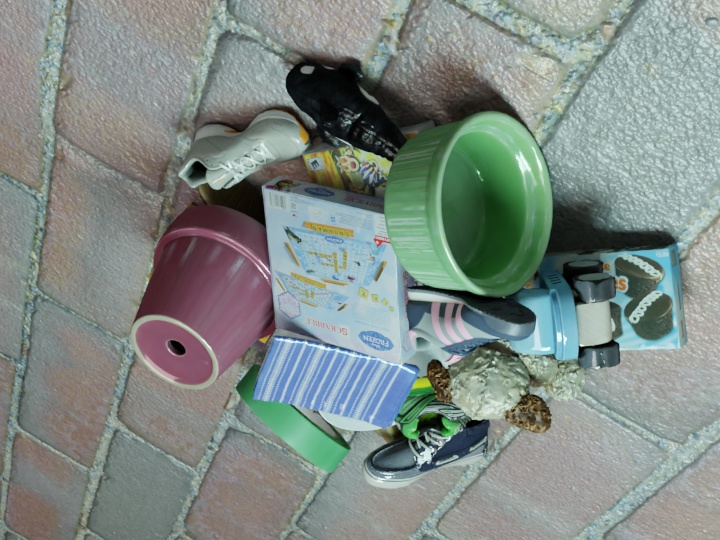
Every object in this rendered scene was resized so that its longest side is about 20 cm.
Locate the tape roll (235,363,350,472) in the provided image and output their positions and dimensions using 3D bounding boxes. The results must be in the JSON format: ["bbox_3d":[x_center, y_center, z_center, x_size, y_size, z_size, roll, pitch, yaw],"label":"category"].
[{"bbox_3d":[-0.103,0.227,1.944,0.200,0.048,0.200,41,180,0],"label":"tape roll"}]

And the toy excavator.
[{"bbox_3d":[0.184,0.047,1.449,0.197,0.195,0.102,-5,102,0],"label":"toy excavator"}]

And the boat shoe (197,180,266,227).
[{"bbox_3d":[-0.154,-0.055,1.722,0.199,0.073,0.072,40,143,-23],"label":"boat shoe"}]

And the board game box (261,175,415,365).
[{"bbox_3d":[-0.026,-0.002,1.556,0.198,0.041,0.202,15,122,32],"label":"board game box"}]

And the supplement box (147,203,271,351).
[{"bbox_3d":[-0.193,0.012,1.811,0.199,0.086,0.111,32,144,-3],"label":"supplement box"}]

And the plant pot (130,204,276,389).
[{"bbox_3d":[-0.204,0.047,1.649,0.197,0.180,0.202,16,136,15],"label":"plant pot"}]

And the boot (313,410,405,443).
[{"bbox_3d":[-0.005,0.206,1.920,0.154,0.073,0.201,-5,133,41],"label":"boot"}]

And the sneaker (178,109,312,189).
[{"bbox_3d":[-0.148,-0.140,1.594,0.198,0.093,0.076,-7,131,40],"label":"sneaker"}]

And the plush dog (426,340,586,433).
[{"bbox_3d":[0.179,0.116,1.595,0.198,0.173,0.162,17,142,19],"label":"plush dog"}]

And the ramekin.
[{"bbox_3d":[0.117,-0.072,1.404,0.097,0.201,0.201,0,135,46],"label":"ramekin"}]

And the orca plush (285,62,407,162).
[{"bbox_3d":[-0.022,-0.164,1.450,0.201,0.071,0.105,51,130,6],"label":"orca plush"}]

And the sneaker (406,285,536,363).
[{"bbox_3d":[0.123,0.068,1.406,0.199,0.069,0.083,15,105,57],"label":"sneaker"}]

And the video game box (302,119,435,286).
[{"bbox_3d":[0.037,-0.067,1.531,0.180,0.047,0.202,-8,108,37],"label":"video game box"}]

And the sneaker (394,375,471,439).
[{"bbox_3d":[0.139,0.189,1.736,0.197,0.086,0.079,-12,141,-8],"label":"sneaker"}]

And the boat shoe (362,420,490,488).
[{"bbox_3d":[0.097,0.248,1.832,0.093,0.197,0.075,98,150,-46],"label":"boat shoe"}]

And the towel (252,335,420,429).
[{"bbox_3d":[-0.034,0.148,1.651,0.197,0.024,0.145,13,140,-11],"label":"towel"}]

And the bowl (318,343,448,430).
[{"bbox_3d":[0.023,0.125,1.756,0.198,0.091,0.203,-13,139,-11],"label":"bowl"}]

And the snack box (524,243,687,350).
[{"bbox_3d":[0.279,0.035,1.484,0.198,0.037,0.118,-4,98,32],"label":"snack box"}]
